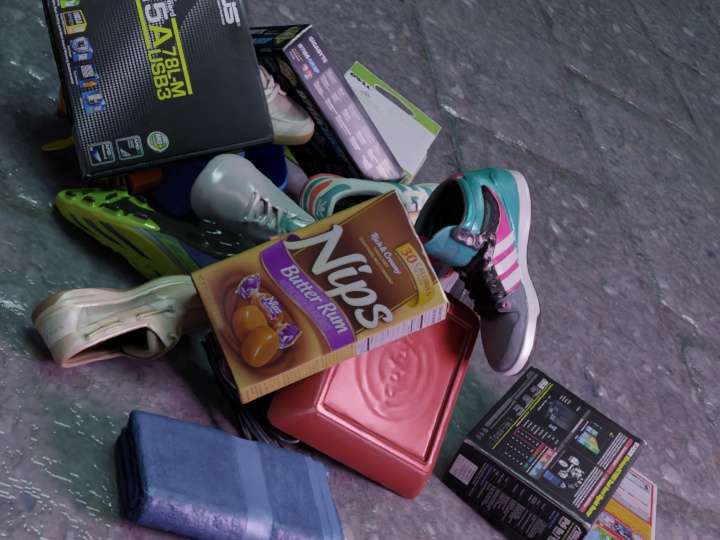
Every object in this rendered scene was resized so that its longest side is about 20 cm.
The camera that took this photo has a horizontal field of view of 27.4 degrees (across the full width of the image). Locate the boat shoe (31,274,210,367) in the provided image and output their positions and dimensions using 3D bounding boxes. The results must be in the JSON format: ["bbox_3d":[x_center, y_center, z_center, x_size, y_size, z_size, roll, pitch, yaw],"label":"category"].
[{"bbox_3d":[-0.194,0.051,1.312,0.199,0.072,0.065,-4,56,-45],"label":"boat shoe"}]

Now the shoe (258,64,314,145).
[{"bbox_3d":[-0.133,-0.189,1.516,0.199,0.053,0.070,24,38,-13],"label":"shoe"}]

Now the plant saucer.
[{"bbox_3d":[0.027,0.088,1.377,0.200,0.037,0.201,33,69,-34],"label":"plant saucer"}]

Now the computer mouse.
[{"bbox_3d":[-0.057,0.109,1.400,0.199,0.053,0.139,-11,65,-43],"label":"computer mouse"}]

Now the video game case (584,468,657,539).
[{"bbox_3d":[0.254,0.253,1.581,0.143,0.017,0.200,35,29,-6],"label":"video game case"}]

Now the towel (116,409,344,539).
[{"bbox_3d":[-0.109,0.187,1.233,0.199,0.049,0.112,21,33,-30],"label":"towel"}]

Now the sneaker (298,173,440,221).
[{"bbox_3d":[0.039,-0.055,1.524,0.199,0.071,0.093,7,13,-16],"label":"sneaker"}]

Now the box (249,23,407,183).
[{"bbox_3d":[-0.051,-0.172,1.605,0.200,0.046,0.159,56,-19,-22],"label":"box"}]

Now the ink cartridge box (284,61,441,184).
[{"bbox_3d":[0.008,-0.163,1.831,0.148,0.076,0.200,37,28,-2],"label":"ink cartridge box"}]

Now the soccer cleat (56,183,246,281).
[{"bbox_3d":[-0.203,-0.022,1.405,0.199,0.084,0.065,20,24,10],"label":"soccer cleat"}]

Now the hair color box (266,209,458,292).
[{"bbox_3d":[0.000,0.000,1.466,0.199,0.111,0.064,-10,68,-18],"label":"hair color box"}]

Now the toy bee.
[{"bbox_3d":[-0.264,-0.163,1.510,0.130,0.109,0.201,2,75,-29],"label":"toy bee"}]

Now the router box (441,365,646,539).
[{"bbox_3d":[0.192,0.195,1.517,0.149,0.062,0.200,34,31,13],"label":"router box"}]

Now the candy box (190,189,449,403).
[{"bbox_3d":[-0.036,0.022,1.301,0.057,0.199,0.117,92,-26,-72],"label":"candy box"}]

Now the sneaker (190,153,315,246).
[{"bbox_3d":[-0.087,-0.053,1.458,0.088,0.076,0.200,26,-2,31],"label":"sneaker"}]

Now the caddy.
[{"bbox_3d":[-0.151,-0.133,1.574,0.141,0.105,0.201,23,32,-27],"label":"caddy"}]

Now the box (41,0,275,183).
[{"bbox_3d":[-0.198,-0.201,1.448,0.192,0.047,0.201,-12,88,-16],"label":"box"}]

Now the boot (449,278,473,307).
[{"bbox_3d":[0.037,-0.014,1.664,0.199,0.066,0.165,25,-8,12],"label":"boot"}]

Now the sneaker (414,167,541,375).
[{"bbox_3d":[0.104,-0.004,1.385,0.120,0.083,0.201,7,74,-35],"label":"sneaker"}]
